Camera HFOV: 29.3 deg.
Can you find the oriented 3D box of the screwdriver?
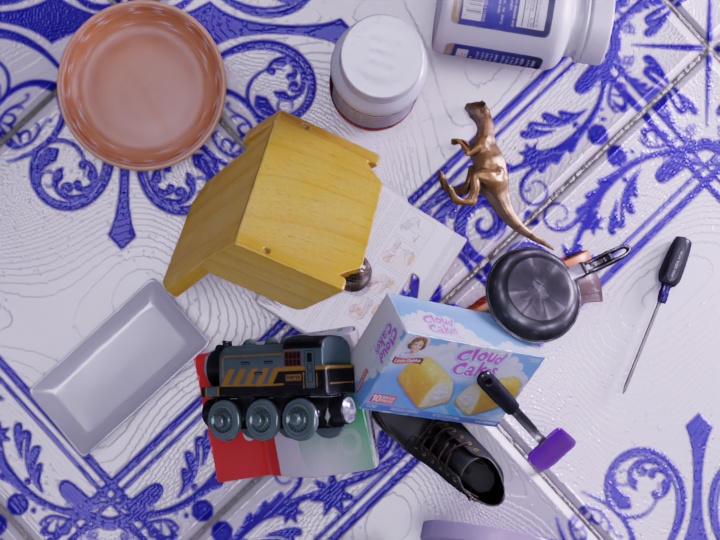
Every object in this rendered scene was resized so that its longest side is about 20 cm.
[{"bbox_3d":[0.354,0.055,1.644,0.029,0.028,0.202,19,89,-30],"label":"screwdriver"}]

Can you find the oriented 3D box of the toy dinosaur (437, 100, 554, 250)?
[{"bbox_3d":[0.153,-0.104,1.626,0.105,0.060,0.202,-19,89,-4],"label":"toy dinosaur"}]

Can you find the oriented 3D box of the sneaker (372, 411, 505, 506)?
[{"bbox_3d":[0.092,0.193,1.588,0.200,0.106,0.075,38,87,0],"label":"sneaker"}]

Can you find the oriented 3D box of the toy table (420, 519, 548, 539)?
[{"bbox_3d":[0.159,0.364,1.562,0.198,0.184,0.118,8,70,7],"label":"toy table"}]

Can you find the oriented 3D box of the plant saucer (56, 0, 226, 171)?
[{"bbox_3d":[-0.257,-0.217,1.628,0.198,0.037,0.202,0,88,-3],"label":"plant saucer"}]

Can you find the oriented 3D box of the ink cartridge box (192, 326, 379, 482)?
[{"bbox_3d":[-0.088,0.160,1.589,0.198,0.050,0.162,-10,95,5],"label":"ink cartridge box"}]

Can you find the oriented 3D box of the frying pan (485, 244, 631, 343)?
[{"bbox_3d":[0.235,0.024,1.570,0.188,0.031,0.116,-3,71,-12],"label":"frying pan"}]

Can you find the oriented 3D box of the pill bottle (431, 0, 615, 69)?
[{"bbox_3d":[0.189,-0.299,1.605,0.198,0.120,0.121,9,87,-2],"label":"pill bottle"}]

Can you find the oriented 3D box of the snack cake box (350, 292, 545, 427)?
[{"bbox_3d":[0.094,0.103,1.545,0.199,0.067,0.115,11,125,-32],"label":"snack cake box"}]

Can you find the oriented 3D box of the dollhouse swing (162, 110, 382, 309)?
[{"bbox_3d":[-0.100,-0.041,1.553,0.181,0.176,0.201,23,50,-11],"label":"dollhouse swing"}]

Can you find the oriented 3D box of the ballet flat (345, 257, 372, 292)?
[{"bbox_3d":[-0.080,-0.018,1.572,0.199,0.046,0.068,15,79,27],"label":"ballet flat"}]

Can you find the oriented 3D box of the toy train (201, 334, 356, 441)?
[{"bbox_3d":[-0.093,0.130,1.526,0.199,0.085,0.115,-5,84,33],"label":"toy train"}]

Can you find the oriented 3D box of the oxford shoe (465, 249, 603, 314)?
[{"bbox_3d":[0.194,0.048,1.617,0.199,0.071,0.073,-25,93,-3],"label":"oxford shoe"}]

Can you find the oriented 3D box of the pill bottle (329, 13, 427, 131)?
[{"bbox_3d":[0.019,-0.224,1.555,0.108,0.200,0.111,0,87,-2],"label":"pill bottle"}]

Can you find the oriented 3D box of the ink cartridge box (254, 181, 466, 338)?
[{"bbox_3d":[0.000,0.000,1.624,0.175,0.045,0.201,33,88,0],"label":"ink cartridge box"}]

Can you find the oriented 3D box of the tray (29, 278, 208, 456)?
[{"bbox_3d":[-0.282,0.114,1.616,0.200,0.022,0.107,-42,81,-3],"label":"tray"}]

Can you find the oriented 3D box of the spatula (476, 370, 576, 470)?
[{"bbox_3d":[0.186,0.172,1.578,0.056,0.021,0.200,-43,126,2],"label":"spatula"}]
